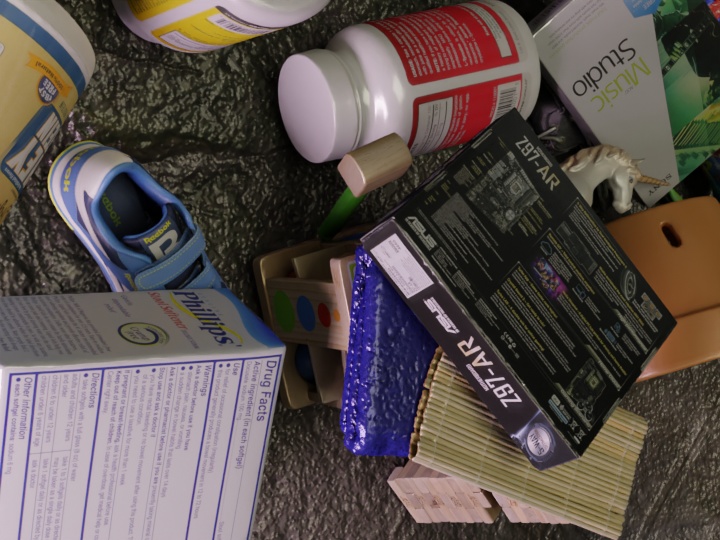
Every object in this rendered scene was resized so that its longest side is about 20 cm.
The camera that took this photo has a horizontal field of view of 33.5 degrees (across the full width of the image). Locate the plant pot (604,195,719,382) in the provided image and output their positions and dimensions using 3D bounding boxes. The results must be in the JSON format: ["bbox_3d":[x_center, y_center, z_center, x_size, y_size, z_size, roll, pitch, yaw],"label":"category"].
[{"bbox_3d":[0.277,0.020,1.085,0.199,0.200,0.141,-10,80,-31],"label":"plant pot"}]

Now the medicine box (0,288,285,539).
[{"bbox_3d":[-0.169,0.117,0.818,0.198,0.103,0.184,-2,114,-33],"label":"medicine box"}]

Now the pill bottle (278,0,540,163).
[{"bbox_3d":[0.039,-0.149,0.968,0.199,0.112,0.113,-17,100,-30],"label":"pill bottle"}]

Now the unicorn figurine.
[{"bbox_3d":[0.154,-0.049,1.009,0.074,0.198,0.138,73,30,-59],"label":"unicorn figurine"}]

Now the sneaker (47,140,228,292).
[{"bbox_3d":[-0.147,-0.006,0.874,0.074,0.082,0.200,-48,116,-23],"label":"sneaker"}]

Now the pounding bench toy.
[{"bbox_3d":[0.000,0.000,0.921,0.123,0.156,0.202,-17,101,-30],"label":"pounding bench toy"}]

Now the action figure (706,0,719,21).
[{"bbox_3d":[0.320,-0.252,1.176,0.199,0.099,0.066,-27,109,-5],"label":"action figure"}]

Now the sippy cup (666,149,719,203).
[{"bbox_3d":[0.371,-0.140,1.152,0.130,0.139,0.178,44,67,-22],"label":"sippy cup"}]

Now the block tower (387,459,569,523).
[{"bbox_3d":[0.115,0.169,0.977,0.054,0.199,0.058,56,49,-19],"label":"block tower"}]

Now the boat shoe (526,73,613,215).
[{"bbox_3d":[0.185,-0.129,1.082,0.200,0.072,0.071,45,68,-25],"label":"boat shoe"}]

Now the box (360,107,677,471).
[{"bbox_3d":[0.115,0.009,0.826,0.200,0.043,0.160,51,51,-5],"label":"box"}]

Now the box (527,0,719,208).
[{"bbox_3d":[0.245,-0.173,1.033,0.144,0.036,0.200,-41,114,4],"label":"box"}]

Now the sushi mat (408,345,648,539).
[{"bbox_3d":[0.122,0.117,0.842,0.199,0.012,0.097,25,73,-28],"label":"sushi mat"}]

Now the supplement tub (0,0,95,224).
[{"bbox_3d":[-0.275,-0.091,0.756,0.144,0.144,0.201,35,74,-27],"label":"supplement tub"}]

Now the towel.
[{"bbox_3d":[0.076,0.064,0.854,0.198,0.049,0.149,10,79,-31],"label":"towel"}]

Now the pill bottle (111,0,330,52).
[{"bbox_3d":[-0.101,-0.213,0.828,0.112,0.199,0.114,-1,92,-32],"label":"pill bottle"}]
